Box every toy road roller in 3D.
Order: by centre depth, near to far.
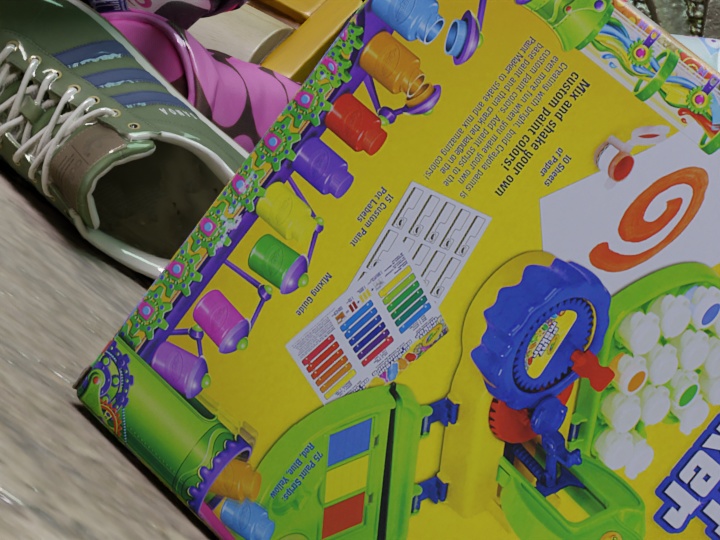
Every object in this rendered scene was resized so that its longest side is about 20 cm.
[{"bbox_3d":[-0.049,-0.145,1.190,0.122,0.200,0.147,29,-35,21],"label":"toy road roller"}]

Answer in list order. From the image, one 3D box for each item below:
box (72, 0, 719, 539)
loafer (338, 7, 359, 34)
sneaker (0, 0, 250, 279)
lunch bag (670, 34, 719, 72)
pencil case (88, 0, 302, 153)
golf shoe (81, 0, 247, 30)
[{"bbox_3d":[0.056,0.025,0.586,0.192,0.200,0.122,42,10,18],"label":"box"},{"bbox_3d":[0.044,-0.067,1.126,0.070,0.068,0.202,2,-61,39],"label":"loafer"},{"bbox_3d":[-0.107,-0.055,0.749,0.199,0.067,0.090,36,11,-9],"label":"sneaker"},{"bbox_3d":[0.094,-0.037,0.975,0.169,0.123,0.200,10,-28,1],"label":"lunch bag"},{"bbox_3d":[-0.079,-0.072,0.901,0.093,0.092,0.200,5,-5,21],"label":"pencil case"},{"bbox_3d":[-0.138,-0.145,0.966,0.199,0.088,0.078,-5,-64,57],"label":"golf shoe"}]
